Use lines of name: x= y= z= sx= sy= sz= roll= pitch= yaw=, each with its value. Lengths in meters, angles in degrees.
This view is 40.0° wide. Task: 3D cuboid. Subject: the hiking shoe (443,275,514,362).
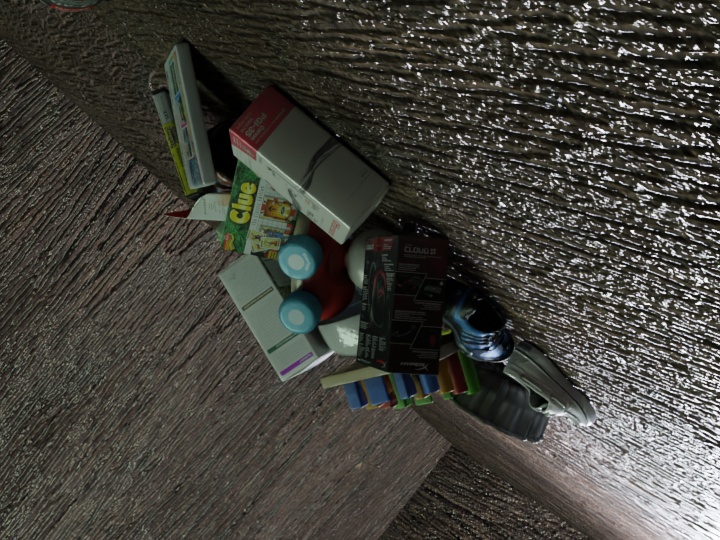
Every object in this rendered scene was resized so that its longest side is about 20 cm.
hiking shoe: x=0.175 y=0.084 z=1.421 sx=0.087 sy=0.074 sz=0.200 roll=18 pitch=164 yaw=46

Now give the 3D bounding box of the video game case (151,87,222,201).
video game case: x=-0.284 y=-0.202 z=1.663 sx=0.200 sy=0.025 sz=0.181 roll=0 pitch=-109 yaw=-85

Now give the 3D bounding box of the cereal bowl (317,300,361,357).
cereal bowl: x=0.039 y=0.084 z=1.526 sx=0.200 sy=0.200 sz=0.083 roll=179 pitch=70 yaw=-77

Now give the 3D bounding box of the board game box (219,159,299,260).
board game box: x=-0.139 y=-0.100 z=1.444 sx=0.105 sy=0.023 sz=0.200 roll=12 pitch=131 yaw=-7

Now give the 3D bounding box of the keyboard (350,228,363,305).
keyboard: x=0.015 y=0.011 z=1.642 sx=0.200 sy=0.127 sz=0.021 roll=35 pitch=-156 yaw=12

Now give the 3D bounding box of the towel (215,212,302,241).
towel: x=-0.140 y=-0.077 z=1.669 sx=0.200 sy=0.153 sz=0.023 roll=30 pitch=165 yaw=38

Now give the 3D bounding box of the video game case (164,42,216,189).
video game case: x=-0.253 y=-0.222 z=1.463 sx=0.182 sy=0.024 sz=0.200 roll=-171 pitch=69 yaw=-74

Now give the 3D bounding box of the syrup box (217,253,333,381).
syrup box: x=-0.129 y=0.066 z=1.554 sx=0.200 sy=0.081 sz=0.079 roll=59 pitch=-159 yaw=6

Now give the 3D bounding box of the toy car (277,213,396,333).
toy car: x=0.000 y=0.000 z=1.476 sx=0.200 sy=0.177 sz=0.184 roll=9 pitch=-154 yaw=14

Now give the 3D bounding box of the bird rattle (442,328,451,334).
bird rattle: x=0.182 y=0.155 z=1.815 sx=0.200 sy=0.113 sz=0.163 roll=30 pitch=-169 yaw=-37

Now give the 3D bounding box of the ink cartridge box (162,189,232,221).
ink cartridge box: x=-0.199 y=-0.116 z=1.599 sx=0.200 sy=0.050 sz=0.162 roll=9 pitch=-163 yaw=42

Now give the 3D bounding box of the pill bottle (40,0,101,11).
pill bottle: x=-0.335 y=-0.363 z=1.145 sx=0.116 sy=0.116 sz=0.200 roll=43 pitch=171 yaw=-19

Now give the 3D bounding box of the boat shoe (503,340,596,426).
boat shoe: x=0.284 y=0.187 z=1.506 sx=0.200 sy=0.065 sz=0.074 roll=44 pitch=170 yaw=-26

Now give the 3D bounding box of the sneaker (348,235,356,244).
sneaker: x=0.013 y=0.028 z=1.689 sx=0.200 sy=0.112 sz=0.078 roll=40 pitch=172 yaw=-4

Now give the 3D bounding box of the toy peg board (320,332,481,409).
toy peg board: x=0.081 y=0.170 z=1.526 sx=0.199 sy=0.200 sz=0.098 roll=-17 pitch=-90 yaw=-59

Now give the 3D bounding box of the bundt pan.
bundt pan: x=0.229 y=0.201 z=1.643 sx=0.202 sy=0.076 sz=0.202 roll=25 pitch=-170 yaw=-5

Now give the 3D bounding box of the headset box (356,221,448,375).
headset box: x=0.055 y=0.034 z=1.336 sx=0.075 sy=0.200 sz=0.149 roll=5 pitch=178 yaw=-16

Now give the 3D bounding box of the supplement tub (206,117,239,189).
supplement tub: x=-0.203 y=-0.182 z=1.561 sx=0.107 sy=0.107 sz=0.200 roll=42 pitch=172 yaw=-14

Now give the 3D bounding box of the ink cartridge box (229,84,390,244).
ink cartridge box: x=-0.068 y=-0.134 z=1.295 sx=0.200 sy=0.083 sz=0.147 roll=40 pitch=172 yaw=0
